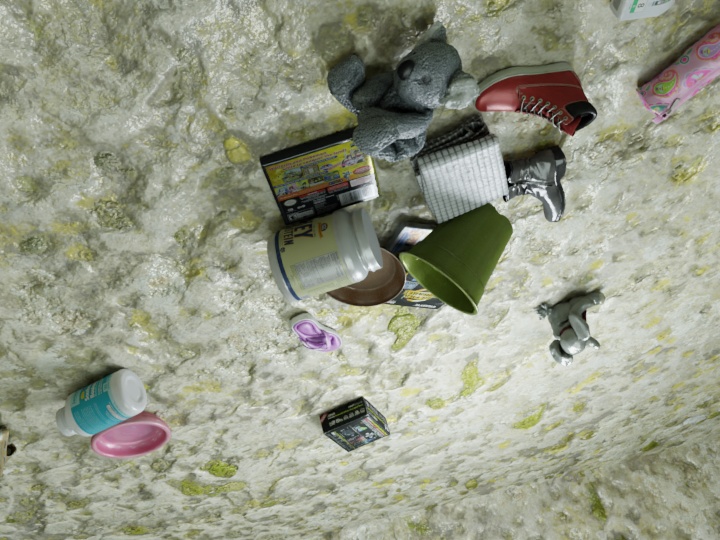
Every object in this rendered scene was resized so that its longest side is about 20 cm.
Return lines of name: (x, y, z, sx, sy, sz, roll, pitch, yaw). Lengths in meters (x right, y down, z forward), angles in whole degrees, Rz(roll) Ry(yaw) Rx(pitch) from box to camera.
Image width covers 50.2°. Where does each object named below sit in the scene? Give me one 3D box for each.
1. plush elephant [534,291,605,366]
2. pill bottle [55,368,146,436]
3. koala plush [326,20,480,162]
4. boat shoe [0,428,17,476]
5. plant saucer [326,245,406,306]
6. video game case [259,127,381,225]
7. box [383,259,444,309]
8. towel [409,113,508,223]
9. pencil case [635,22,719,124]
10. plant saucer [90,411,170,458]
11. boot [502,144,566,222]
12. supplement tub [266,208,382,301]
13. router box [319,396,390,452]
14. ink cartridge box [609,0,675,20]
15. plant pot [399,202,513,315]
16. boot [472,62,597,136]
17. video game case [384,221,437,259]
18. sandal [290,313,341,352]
plush elephant: (0.578, 0.162, 2.071, 0.198, 0.156, 0.165, 0, 142, -25)
pill bottle: (-0.610, 0.317, 1.797, 0.199, 0.111, 0.111, -26, 145, 11)
koala plush: (0.085, -0.291, 1.234, 0.200, 0.178, 0.183, -39, 152, 27)
boat shoe: (-0.892, 0.457, 1.908, 0.076, 0.072, 0.201, -12, 147, -29)
plant saucer: (0.000, 0.000, 1.657, 0.198, 0.037, 0.201, 4, 138, 4)
video game case: (-0.070, -0.174, 1.438, 0.198, 0.026, 0.181, -17, 146, 0)
box: (0.140, 0.030, 1.767, 0.199, 0.050, 0.160, 7, 147, -32)
towel: (0.188, -0.193, 1.477, 0.164, 0.086, 0.200, -21, 147, 7)
pencil case: (0.614, -0.364, 1.428, 0.087, 0.088, 0.200, 21, 129, -42)
plant saucer: (-0.598, 0.423, 2.003, 0.199, 0.051, 0.201, -13, 146, -9)
boot: (0.354, -0.167, 1.600, 0.131, 0.070, 0.201, -19, 134, -3)
supplement tub: (-0.069, -0.033, 1.512, 0.198, 0.146, 0.145, -18, 146, 10)
router box: (-0.015, 0.465, 2.308, 0.149, 0.063, 0.200, -24, 145, 10)
ink cartridge box: (0.521, -0.493, 1.242, 0.198, 0.050, 0.162, -9, 145, -9)
plant pot: (0.215, -0.043, 1.586, 0.190, 0.199, 0.200, -50, 146, -11)
boot: (0.305, -0.285, 1.346, 0.198, 0.145, 0.073, -12, 147, -5)
video game case: (0.147, -0.048, 1.714, 0.198, 0.018, 0.143, 5, 140, -30)
sandal: (-0.110, 0.167, 1.867, 0.082, 0.050, 0.203, -28, 144, 15)
